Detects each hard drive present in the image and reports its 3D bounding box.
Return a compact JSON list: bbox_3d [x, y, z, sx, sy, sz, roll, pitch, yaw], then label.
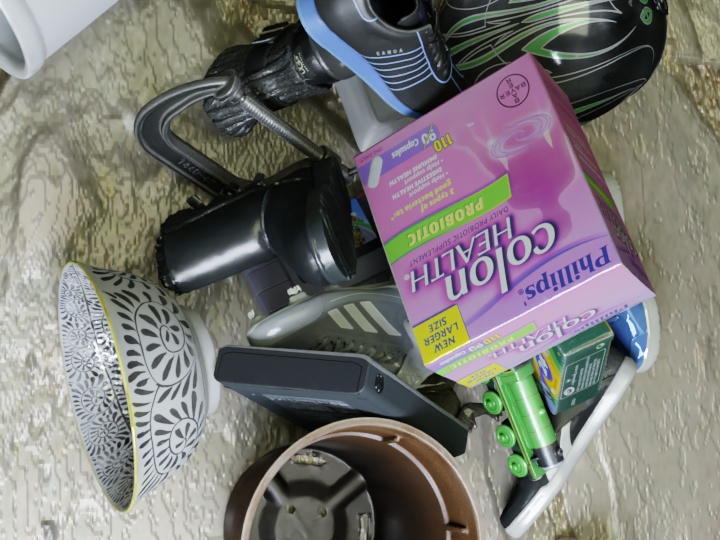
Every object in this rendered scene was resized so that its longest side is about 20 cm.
[{"bbox_3d":[-0.011,0.111,0.983,0.200,0.138,0.033,40,57,-55],"label":"hard drive"}]

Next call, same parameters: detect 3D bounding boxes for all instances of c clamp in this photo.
[{"bbox_3d":[-0.085,-0.113,1.021,0.199,0.170,0.027,28,46,-38],"label":"c clamp"}]

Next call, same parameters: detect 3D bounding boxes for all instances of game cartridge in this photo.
[{"bbox_3d":[0.000,0.000,1.091,0.198,0.038,0.131,-25,80,-19],"label":"game cartridge"}]

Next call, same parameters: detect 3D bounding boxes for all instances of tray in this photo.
[{"bbox_3d":[0.014,-0.223,1.141,0.106,0.022,0.202,-21,91,-18],"label":"tray"}]

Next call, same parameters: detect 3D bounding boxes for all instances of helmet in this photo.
[{"bbox_3d":[0.169,-0.220,1.114,0.189,0.199,0.203,-12,88,-36],"label":"helmet"}]

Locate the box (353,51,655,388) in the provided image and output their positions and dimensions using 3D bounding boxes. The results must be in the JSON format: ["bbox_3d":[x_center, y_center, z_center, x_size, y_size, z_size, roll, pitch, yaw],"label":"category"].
[{"bbox_3d":[0.113,-0.038,0.971,0.175,0.096,0.202,-28,64,20],"label":"box"}]

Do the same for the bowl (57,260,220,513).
[{"bbox_3d":[-0.171,0.083,0.962,0.093,0.200,0.204,-13,88,-26],"label":"bowl"}]

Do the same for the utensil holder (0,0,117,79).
[{"bbox_3d":[-0.255,-0.288,0.987,0.200,0.170,0.170,-44,98,-20],"label":"utensil holder"}]

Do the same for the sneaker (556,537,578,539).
[{"bbox_3d":[0.198,0.353,1.098,0.074,0.104,0.203,13,81,-18],"label":"sneaker"}]

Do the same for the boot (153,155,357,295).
[{"bbox_3d":[-0.088,-0.023,0.966,0.160,0.199,0.074,-19,113,7],"label":"boot"}]

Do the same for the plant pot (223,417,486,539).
[{"bbox_3d":[-0.023,0.224,0.989,0.197,0.198,0.204,2,83,-17],"label":"plant pot"}]

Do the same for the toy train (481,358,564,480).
[{"bbox_3d":[0.130,0.092,1.061,0.041,0.056,0.202,-25,94,-40],"label":"toy train"}]

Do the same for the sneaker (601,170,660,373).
[{"bbox_3d":[0.213,0.007,1.151,0.110,0.077,0.203,-10,83,-24],"label":"sneaker"}]

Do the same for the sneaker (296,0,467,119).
[{"bbox_3d":[0.039,-0.184,0.965,0.199,0.077,0.071,25,56,-45],"label":"sneaker"}]

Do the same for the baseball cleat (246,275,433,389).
[{"bbox_3d":[0.002,0.059,0.989,0.198,0.070,0.108,-14,74,-38],"label":"baseball cleat"}]

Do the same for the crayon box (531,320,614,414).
[{"bbox_3d":[0.150,0.013,1.070,0.051,0.126,0.202,-22,61,-8],"label":"crayon box"}]

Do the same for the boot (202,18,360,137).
[{"bbox_3d":[-0.037,-0.199,1.073,0.211,0.157,0.080,-35,100,-53],"label":"boot"}]

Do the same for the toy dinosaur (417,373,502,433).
[{"bbox_3d":[0.063,0.114,1.094,0.101,0.077,0.203,-14,93,-32],"label":"toy dinosaur"}]

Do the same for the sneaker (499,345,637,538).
[{"bbox_3d":[0.165,0.142,1.136,0.111,0.073,0.201,34,87,11],"label":"sneaker"}]
